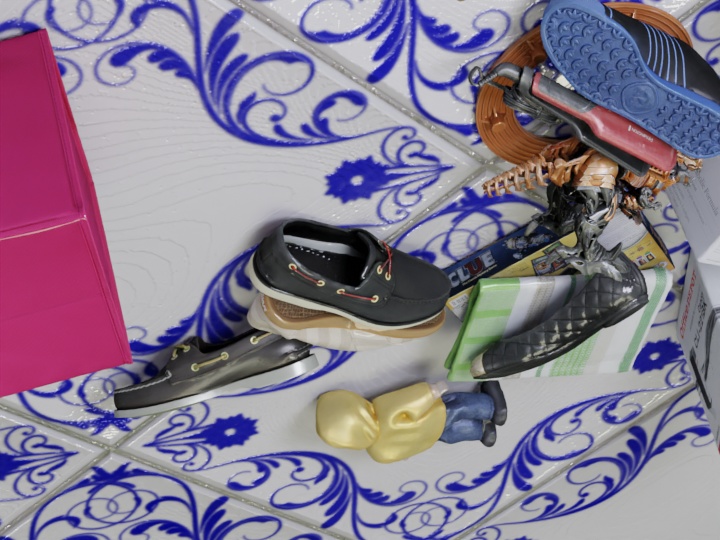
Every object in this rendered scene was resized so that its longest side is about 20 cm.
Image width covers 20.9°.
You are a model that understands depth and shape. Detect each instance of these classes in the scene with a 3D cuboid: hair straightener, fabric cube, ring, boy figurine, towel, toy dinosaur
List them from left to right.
[{"bbox_3d":[-0.301,-0.031,1.487,0.198,0.197,0.201,-14,143,-4],"label":"fabric cube"},{"bbox_3d":[0.046,0.155,1.981,0.198,0.065,0.125,-3,142,-18],"label":"boy figurine"},{"bbox_3d":[0.189,0.049,1.879,0.198,0.031,0.150,-2,138,-17],"label":"towel"},{"bbox_3d":[0.168,-0.125,1.626,0.199,0.041,0.077,19,165,-25],"label":"hair straightener"},{"bbox_3d":[0.196,-0.152,1.683,0.199,0.019,0.201,-11,144,-8],"label":"ring"},{"bbox_3d":[0.202,-0.079,1.714,0.198,0.103,0.137,9,124,-5],"label":"toy dinosaur"}]

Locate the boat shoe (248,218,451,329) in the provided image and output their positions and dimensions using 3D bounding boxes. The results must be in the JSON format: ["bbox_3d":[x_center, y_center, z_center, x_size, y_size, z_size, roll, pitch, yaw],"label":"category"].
[{"bbox_3d":[0.000,0.002,1.756,0.200,0.074,0.063,12,143,-28],"label":"boat shoe"}]

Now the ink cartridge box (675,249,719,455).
[{"bbox_3d":[0.383,0.088,1.919,0.083,0.201,0.145,-9,143,-5],"label":"ink cartridge box"}]

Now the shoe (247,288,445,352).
[{"bbox_3d":[-0.013,0.037,1.802,0.198,0.070,0.053,4,149,-31],"label":"shoe"}]

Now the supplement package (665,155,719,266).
[{"bbox_3d":[0.378,-0.105,1.738,0.109,0.114,0.200,8,135,-32],"label":"supplement package"}]

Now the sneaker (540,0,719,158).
[{"bbox_3d":[0.227,-0.171,1.608,0.199,0.078,0.070,35,124,-21],"label":"sneaker"}]

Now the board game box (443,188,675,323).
[{"bbox_3d":[0.186,0.001,1.864,0.199,0.035,0.135,-28,142,14],"label":"board game box"}]

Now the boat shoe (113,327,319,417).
[{"bbox_3d":[-0.141,0.089,1.827,0.199,0.061,0.072,-16,-176,5],"label":"boat shoe"}]

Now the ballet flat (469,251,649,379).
[{"bbox_3d":[0.184,0.049,1.828,0.199,0.057,0.066,-32,167,26],"label":"ballet flat"}]
